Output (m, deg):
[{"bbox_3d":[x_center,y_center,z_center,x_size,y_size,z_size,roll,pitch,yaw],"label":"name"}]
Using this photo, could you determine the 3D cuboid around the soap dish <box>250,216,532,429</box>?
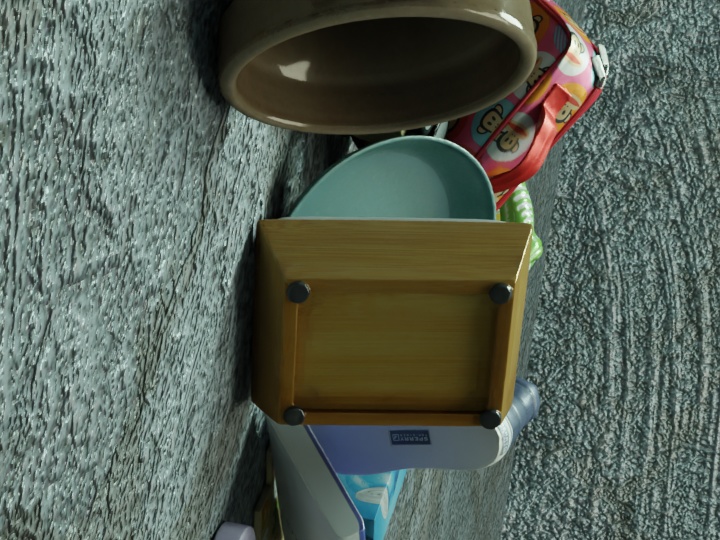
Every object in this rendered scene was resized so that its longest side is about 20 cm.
[{"bbox_3d":[0.022,0.041,1.538,0.081,0.200,0.157,-99,-169,-58],"label":"soap dish"}]

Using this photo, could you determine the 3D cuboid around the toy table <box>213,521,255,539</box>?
[{"bbox_3d":[-0.062,0.296,1.571,0.184,0.117,0.200,-56,155,-66],"label":"toy table"}]

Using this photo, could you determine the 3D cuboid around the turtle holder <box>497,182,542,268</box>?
[{"bbox_3d":[0.091,-0.063,1.871,0.141,0.185,0.132,-36,135,-59],"label":"turtle holder"}]

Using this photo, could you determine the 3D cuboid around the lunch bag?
[{"bbox_3d":[0.099,-0.134,1.712,0.200,0.176,0.082,-48,136,10],"label":"lunch bag"}]

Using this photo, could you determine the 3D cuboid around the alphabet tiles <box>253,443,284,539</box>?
[{"bbox_3d":[-0.063,0.196,1.771,0.166,0.006,0.200,-66,163,-52],"label":"alphabet tiles"}]

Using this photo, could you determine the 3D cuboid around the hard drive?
[{"bbox_3d":[-0.031,0.206,1.660,0.132,0.025,0.200,58,-17,33],"label":"hard drive"}]

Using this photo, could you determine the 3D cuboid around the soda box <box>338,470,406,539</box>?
[{"bbox_3d":[0.007,0.183,1.986,0.200,0.064,0.068,-69,165,-50],"label":"soda box"}]

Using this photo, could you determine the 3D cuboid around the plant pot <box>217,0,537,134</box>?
[{"bbox_3d":[0.003,-0.199,1.327,0.200,0.200,0.175,64,19,-73],"label":"plant pot"}]

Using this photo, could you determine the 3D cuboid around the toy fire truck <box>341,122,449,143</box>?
[{"bbox_3d":[0.027,-0.209,1.624,0.176,0.129,0.200,70,42,-71],"label":"toy fire truck"}]

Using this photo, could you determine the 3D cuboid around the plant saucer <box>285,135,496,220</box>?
[{"bbox_3d":[0.011,-0.019,1.616,0.036,0.200,0.200,44,-40,47],"label":"plant saucer"}]

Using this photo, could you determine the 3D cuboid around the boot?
[{"bbox_3d":[0.039,0.116,1.675,0.090,0.200,0.073,-34,123,-57],"label":"boot"}]
